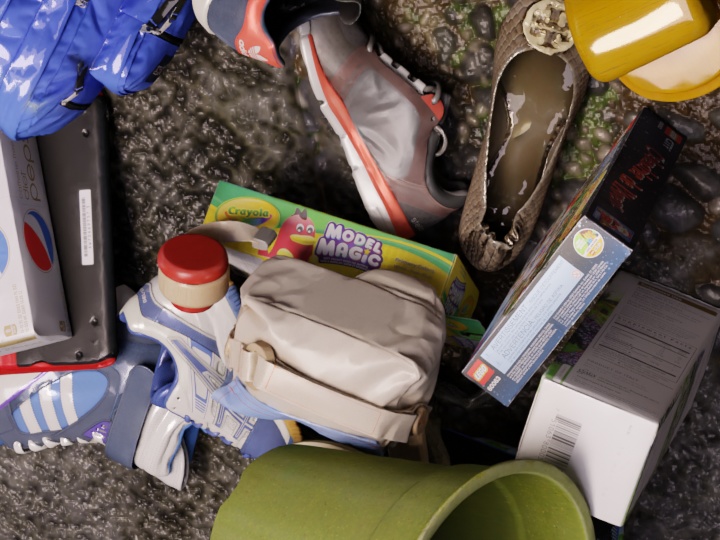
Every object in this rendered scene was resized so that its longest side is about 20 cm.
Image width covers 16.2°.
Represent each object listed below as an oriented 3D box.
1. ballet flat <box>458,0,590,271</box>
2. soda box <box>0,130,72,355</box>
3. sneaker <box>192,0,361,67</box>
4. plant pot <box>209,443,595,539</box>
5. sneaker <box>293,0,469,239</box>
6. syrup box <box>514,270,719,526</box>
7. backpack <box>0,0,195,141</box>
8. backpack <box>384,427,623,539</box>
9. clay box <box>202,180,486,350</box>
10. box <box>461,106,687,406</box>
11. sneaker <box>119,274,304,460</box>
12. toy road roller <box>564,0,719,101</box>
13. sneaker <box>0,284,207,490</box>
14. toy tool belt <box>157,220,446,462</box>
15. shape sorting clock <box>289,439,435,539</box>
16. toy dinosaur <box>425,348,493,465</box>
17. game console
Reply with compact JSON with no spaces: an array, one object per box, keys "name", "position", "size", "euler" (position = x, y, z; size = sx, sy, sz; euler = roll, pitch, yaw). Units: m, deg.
[{"name":"ballet flat","position":[0.107,-0.092,1.665],"size":[0.067,0.046,0.200],"euler":[16,106,-3]},{"name":"soda box","position":[-0.261,-0.043,1.776],"size":[0.068,0.064,0.200],"euler":[-13,84,18]},{"name":"sneaker","position":[-0.012,-0.211,1.623],"size":[0.200,0.075,0.084],"euler":[-47,64,-2]},{"name":"plant pot","position":[0.011,0.189,1.564],"size":[0.190,0.200,0.200],"euler":[17,117,40]},{"name":"sneaker","position":[0.017,-0.120,1.701],"size":[0.082,0.077,0.200],"euler":[-21,109,10]},{"name":"syrup box","position":[0.168,0.079,1.636],"size":[0.081,0.200,0.079],"euler":[22,116,11]},{"name":"backpack","position":[-0.199,-0.180,1.666],"size":[0.168,0.163,0.200],"euler":[33,95,5]},{"name":"backpack","position":[0.091,0.223,1.745],"size":[0.183,0.147,0.200],"euler":[18,114,29]},{"name":"clay box","position":[0.000,0.000,1.719],"size":[0.200,0.115,0.048],"euler":[17,81,13]},{"name":"box","position":[0.139,-0.012,1.612],"size":[0.038,0.200,0.137],"euler":[36,118,0]},{"name":"sneaker","position":[-0.103,0.084,1.788],"size":[0.088,0.075,0.200],"euler":[-28,112,-7]},{"name":"toy road roller","position":[0.172,-0.200,1.557],"size":[0.123,0.146,0.200],"euler":[-25,100,27]},{"name":"sneaker","position":[-0.196,0.119,1.859],"size":[0.200,0.081,0.147],"euler":[-38,89,23]},{"name":"toy tool belt","position":[-0.043,0.060,1.638],"size":[0.200,0.125,0.123],"euler":[18,129,15]},{"name":"shape sorting clock","position":[-0.018,0.213,1.703],"size":[0.200,0.039,0.200],"euler":[13,112,34]},{"name":"toy dinosaur","position":[0.047,0.089,1.732],"size":[0.088,0.200,0.048],"euler":[-24,122,-10]},{"name":"game console","position":[-0.257,-0.025,1.823],"size":[0.177,0.031,0.200],"euler":[-4,87,18]}]
